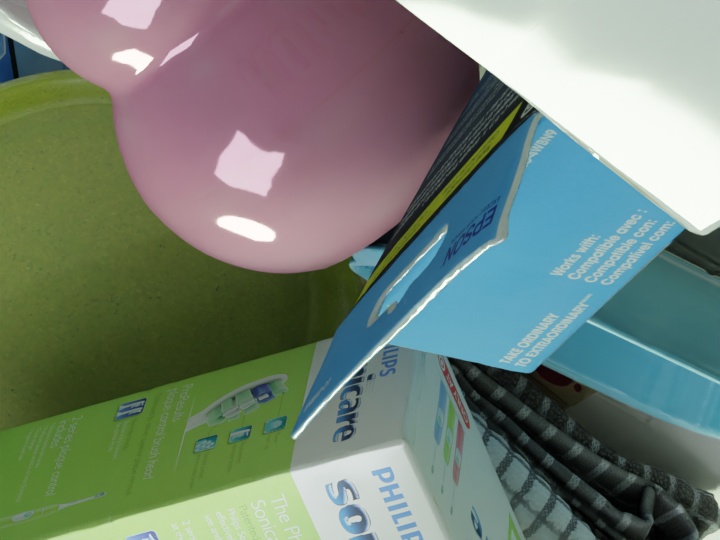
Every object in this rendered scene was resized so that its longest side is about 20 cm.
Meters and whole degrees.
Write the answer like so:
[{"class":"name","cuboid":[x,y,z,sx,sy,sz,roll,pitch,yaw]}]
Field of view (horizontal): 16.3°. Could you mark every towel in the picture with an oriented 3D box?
[{"class":"towel","cuboid":[0.034,0.109,1.032,0.166,0.086,0.200,41,141,-7]}]

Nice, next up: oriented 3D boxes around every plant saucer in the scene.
[{"class":"plant saucer","cuboid":[-0.098,0.017,0.949,0.200,0.031,0.200,-1,111,-2]}]

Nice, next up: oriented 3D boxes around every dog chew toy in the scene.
[{"class":"dog chew toy","cuboid":[-0.052,-0.097,0.820,0.200,0.125,0.124,51,142,-12]}]

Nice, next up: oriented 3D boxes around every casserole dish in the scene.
[{"class":"casserole dish","cuboid":[0.090,0.016,0.868,0.200,0.039,0.121,26,171,-25]}]

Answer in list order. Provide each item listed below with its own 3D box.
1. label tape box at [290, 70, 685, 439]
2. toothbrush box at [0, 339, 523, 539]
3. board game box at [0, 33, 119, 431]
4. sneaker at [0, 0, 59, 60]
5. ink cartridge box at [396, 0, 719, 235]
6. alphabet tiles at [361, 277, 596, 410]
[{"class":"label tape box","cuboid":[0.068,-0.038,0.725,0.066,0.200,0.143,32,146,-6]},{"class":"toothbrush box","cuboid":[-0.046,0.120,0.905,0.200,0.086,0.146,-16,117,17]},{"class":"board game box","cuboid":[-0.153,-0.017,0.979,0.103,0.019,0.200,22,108,11]},{"class":"sneaker","cuboid":[-0.158,-0.143,0.892,0.200,0.075,0.100,40,157,-4]},{"class":"ink cartridge box","cuboid":[0.098,-0.140,0.573,0.145,0.200,0.145,38,145,-11]},{"class":"alphabet tiles","cuboid":[0.000,0.000,0.997,0.200,0.006,0.166,37,145,-10]}]
